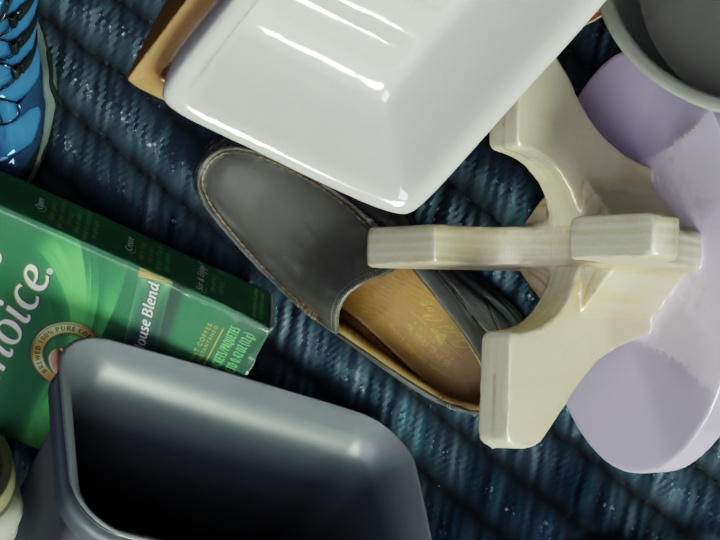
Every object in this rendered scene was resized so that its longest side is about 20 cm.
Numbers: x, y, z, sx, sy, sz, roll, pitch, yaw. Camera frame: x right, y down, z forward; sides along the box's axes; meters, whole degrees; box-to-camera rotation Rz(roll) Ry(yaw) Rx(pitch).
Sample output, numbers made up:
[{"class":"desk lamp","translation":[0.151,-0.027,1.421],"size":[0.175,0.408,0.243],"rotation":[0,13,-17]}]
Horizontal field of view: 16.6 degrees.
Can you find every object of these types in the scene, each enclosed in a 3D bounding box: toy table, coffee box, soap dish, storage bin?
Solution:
[{"class":"toy table","translation":[0.105,-0.007,1.149],"size":[0.183,0.117,0.201],"rotation":[-18,74,46]},{"class":"coffee box","translation":[-0.158,0.028,1.239],"size":[0.199,0.044,0.123],"rotation":[26,114,-13]},{"class":"soap dish","translation":[0.015,-0.131,1.070],"size":[0.157,0.081,0.200],"rotation":[24,124,-27]},{"class":"storage bin","translation":[-0.081,0.146,1.211],"size":[0.199,0.146,0.135],"rotation":[16,128,-26]}]

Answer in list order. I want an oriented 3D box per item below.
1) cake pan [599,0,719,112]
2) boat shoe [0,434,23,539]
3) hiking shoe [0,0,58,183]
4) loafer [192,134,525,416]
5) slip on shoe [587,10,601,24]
[{"class":"cake pan","translation":[0.204,-0.153,1.121],"size":[0.199,0.037,0.202],"rotation":[-9,65,20]},{"class":"boat shoe","translation":[-0.216,0.118,1.237],"size":[0.074,0.200,0.069],"rotation":[-20,108,-23]},{"class":"hiking shoe","translation":[-0.191,-0.124,1.213],"size":[0.074,0.087,0.201],"rotation":[5,105,7]},{"class":"loafer","translation":[0.000,0.000,1.223],"size":[0.199,0.072,0.073],"rotation":[33,107,0]},{"class":"slip on shoe","translation":[0.031,-0.123,1.194],"size":[0.199,0.061,0.075],"rotation":[-15,103,13]}]
